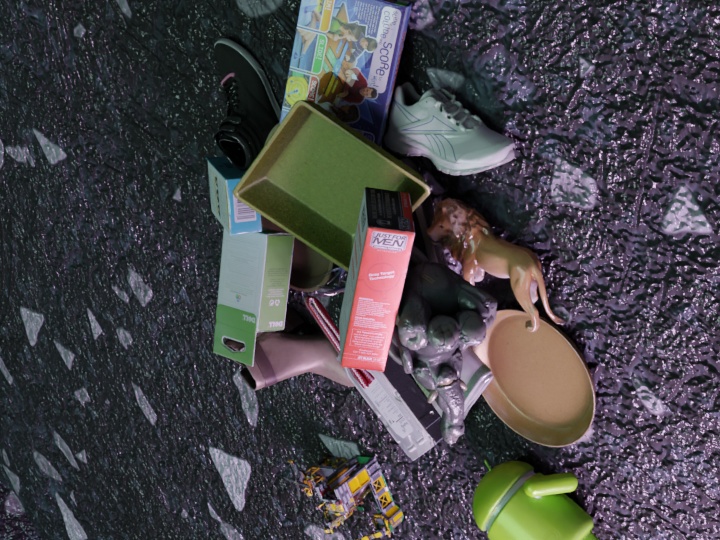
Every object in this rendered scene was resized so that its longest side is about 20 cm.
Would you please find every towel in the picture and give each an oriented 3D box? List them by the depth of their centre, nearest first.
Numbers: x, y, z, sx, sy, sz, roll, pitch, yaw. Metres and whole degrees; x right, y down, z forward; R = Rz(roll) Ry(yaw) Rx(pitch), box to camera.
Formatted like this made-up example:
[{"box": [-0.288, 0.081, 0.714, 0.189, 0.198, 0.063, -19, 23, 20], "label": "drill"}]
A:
[{"box": [-0.032, 0.093, 1.539, 0.145, 0.022, 0.200, 55, 176, -1], "label": "towel"}, {"box": [0.103, 0.106, 1.566, 0.201, 0.030, 0.150, 55, 146, 22], "label": "towel"}]

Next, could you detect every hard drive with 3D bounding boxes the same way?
[{"box": [0.045, 0.185, 1.667, 0.201, 0.038, 0.140, 52, 158, 7], "label": "hard drive"}]

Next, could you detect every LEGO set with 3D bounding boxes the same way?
[{"box": [-0.037, 0.390, 1.858, 0.198, 0.115, 0.156, 5, 118, 46], "label": "LEGO set"}]

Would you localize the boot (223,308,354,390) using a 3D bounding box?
[{"box": [-0.115, 0.144, 1.757, 0.199, 0.146, 0.071, 39, 140, 24], "label": "boot"}]

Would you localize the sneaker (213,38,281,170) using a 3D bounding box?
[{"box": [-0.179, -0.236, 1.611, 0.070, 0.099, 0.202, -26, 93, 54], "label": "sneaker"}]

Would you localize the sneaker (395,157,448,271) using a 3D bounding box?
[{"box": [0.048, -0.043, 1.473, 0.105, 0.075, 0.203, -11, 108, 15], "label": "sneaker"}]

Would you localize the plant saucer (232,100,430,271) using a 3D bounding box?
[{"box": [-0.035, -0.114, 1.420, 0.199, 0.048, 0.200, 33, 135, -11], "label": "plant saucer"}]

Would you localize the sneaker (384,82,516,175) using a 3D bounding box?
[{"box": [0.104, -0.174, 1.364, 0.198, 0.074, 0.088, 21, 125, 37], "label": "sneaker"}]

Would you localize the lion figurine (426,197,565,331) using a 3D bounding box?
[{"box": [0.174, -0.013, 1.399, 0.198, 0.072, 0.124, 22, 132, 30], "label": "lion figurine"}]

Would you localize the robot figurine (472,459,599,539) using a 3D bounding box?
[{"box": [0.237, 0.345, 1.526, 0.199, 0.115, 0.177, 40, 143, 23], "label": "robot figurine"}]

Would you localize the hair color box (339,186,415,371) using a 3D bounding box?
[{"box": [0.018, 0.012, 1.373, 0.060, 0.102, 0.202, 7, 122, -6], "label": "hair color box"}]

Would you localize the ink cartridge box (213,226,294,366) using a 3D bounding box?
[{"box": [-0.165, 0.036, 1.706, 0.103, 0.059, 0.203, 13, 100, 43], "label": "ink cartridge box"}]

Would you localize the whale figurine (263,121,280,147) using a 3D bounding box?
[{"box": [-0.062, -0.168, 1.531, 0.200, 0.103, 0.161, -51, 31, 37], "label": "whale figurine"}]

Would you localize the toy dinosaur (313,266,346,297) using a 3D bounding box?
[{"box": [0.000, 0.000, 1.565, 0.198, 0.105, 0.182, -24, 112, 36], "label": "toy dinosaur"}]

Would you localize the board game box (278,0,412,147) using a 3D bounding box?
[{"box": [-0.021, -0.249, 1.393, 0.133, 0.035, 0.203, 16, 114, 6], "label": "board game box"}]

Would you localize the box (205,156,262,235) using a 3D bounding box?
[{"box": [-0.191, -0.115, 1.662, 0.200, 0.048, 0.084, -137, 42, -68], "label": "box"}]

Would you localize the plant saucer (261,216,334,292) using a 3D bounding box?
[{"box": [-0.105, -0.064, 1.703, 0.199, 0.029, 0.202, 28, 134, 34], "label": "plant saucer"}]

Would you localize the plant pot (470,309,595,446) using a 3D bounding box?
[{"box": [0.230, 0.137, 1.468, 0.199, 0.027, 0.203, 27, 131, 34], "label": "plant pot"}]

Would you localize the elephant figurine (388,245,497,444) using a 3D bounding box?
[{"box": [0.091, 0.097, 1.430, 0.139, 0.156, 0.201, 17, 144, 7], "label": "elephant figurine"}]
